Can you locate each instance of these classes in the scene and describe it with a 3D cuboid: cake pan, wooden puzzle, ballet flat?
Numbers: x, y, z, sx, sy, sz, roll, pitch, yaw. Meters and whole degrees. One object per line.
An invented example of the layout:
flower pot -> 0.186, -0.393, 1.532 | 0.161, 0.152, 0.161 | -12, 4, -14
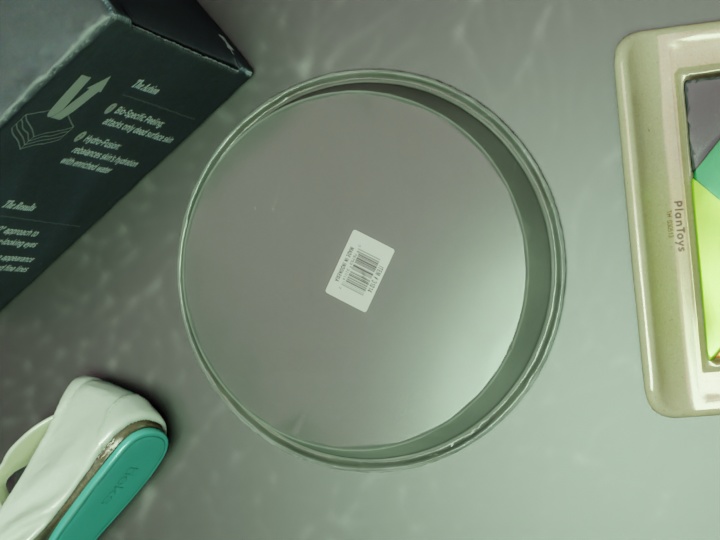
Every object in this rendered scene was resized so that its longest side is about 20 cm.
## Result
cake pan -> 0.000, 0.000, 0.822 | 0.199, 0.037, 0.202 | 0, 90, 12
wooden puzzle -> 0.223, -0.031, 0.773 | 0.198, 0.037, 0.187 | -6, 89, 12
ballet flat -> -0.175, 0.138, 0.853 | 0.069, 0.069, 0.200 | 37, 93, 10

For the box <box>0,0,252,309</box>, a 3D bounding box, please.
box -> -0.181, -0.079, 0.780 | 0.200, 0.197, 0.118 | -41, 81, 9
